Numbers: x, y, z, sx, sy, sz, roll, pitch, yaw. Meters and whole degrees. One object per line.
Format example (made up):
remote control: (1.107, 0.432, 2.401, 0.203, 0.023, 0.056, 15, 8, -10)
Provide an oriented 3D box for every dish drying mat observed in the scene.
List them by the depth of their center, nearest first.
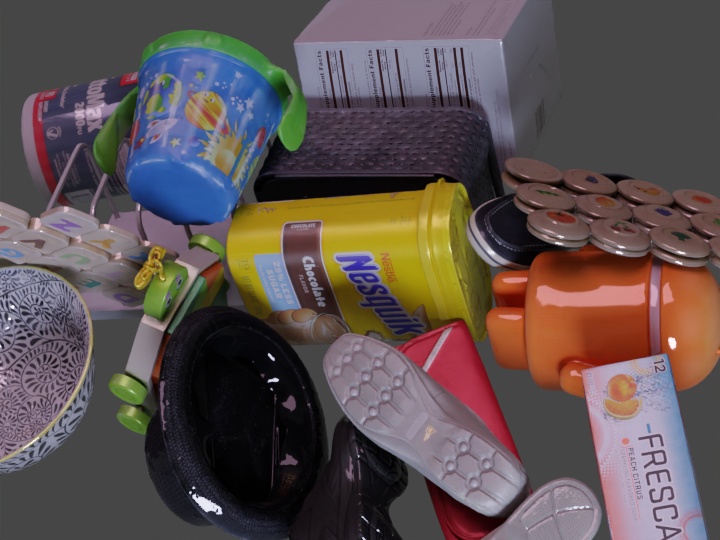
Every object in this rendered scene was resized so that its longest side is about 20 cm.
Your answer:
dish drying mat: (0.079, 0.131, 1.277, 0.077, 0.018, 0.200, -20, 52, 2)

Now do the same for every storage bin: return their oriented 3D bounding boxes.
storage bin: (0.020, -0.065, 1.448, 0.199, 0.135, 0.094, 2, 45, 21)

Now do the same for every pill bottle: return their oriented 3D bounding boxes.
pill bottle: (-0.230, -0.140, 1.629, 0.199, 0.120, 0.120, -11, 42, 7)

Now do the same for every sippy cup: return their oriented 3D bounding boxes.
sippy cup: (-0.141, -0.114, 1.383, 0.178, 0.139, 0.131, -39, 31, 50)

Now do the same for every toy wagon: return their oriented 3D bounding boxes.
toy wagon: (-0.157, 0.045, 1.341, 0.039, 0.200, 0.155, 23, 66, 9)

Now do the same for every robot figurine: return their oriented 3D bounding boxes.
robot figurine: (0.204, 0.042, 1.286, 0.199, 0.117, 0.144, -1, 10, 16)

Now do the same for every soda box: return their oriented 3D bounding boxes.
soda box: (0.208, 0.164, 1.149, 0.068, 0.064, 0.200, -11, 61, 8)

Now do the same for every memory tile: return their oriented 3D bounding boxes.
memory tile: (0.219, -0.045, 1.291, 0.199, 0.017, 0.153, 9, 24, -10)

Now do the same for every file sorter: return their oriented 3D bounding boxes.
file sorter: (-0.178, -0.048, 1.508, 0.199, 0.125, 0.139, -3, 43, 17)

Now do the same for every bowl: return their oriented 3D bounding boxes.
bowl: (-0.305, 0.104, 1.398, 0.200, 0.094, 0.201, -10, 56, 15)

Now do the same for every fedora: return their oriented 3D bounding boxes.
fedora: (-0.115, 0.132, 1.293, 0.091, 0.201, 0.201, -29, 32, 34)

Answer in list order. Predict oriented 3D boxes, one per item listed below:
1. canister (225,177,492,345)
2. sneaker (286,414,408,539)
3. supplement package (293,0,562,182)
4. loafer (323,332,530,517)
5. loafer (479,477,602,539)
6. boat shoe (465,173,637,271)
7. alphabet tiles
canister: (0.000, 0.000, 1.379, 0.199, 0.149, 0.087, -3, 45, 19)
sneaker: (-0.016, 0.184, 1.243, 0.091, 0.076, 0.200, -32, 25, 21)
supplement package: (0.070, -0.188, 1.529, 0.199, 0.147, 0.191, 2, 31, 21)
loafer: (0.050, 0.121, 1.238, 0.070, 0.070, 0.200, -48, 61, 0)
loafer: (0.093, 0.230, 1.173, 0.200, 0.063, 0.072, -36, 74, -8)
boat shoe: (0.169, -0.047, 1.368, 0.200, 0.062, 0.075, -10, 61, -39)
alphabet tiles: (-0.254, -0.012, 1.394, 0.195, 0.200, 0.015, -14, 60, 50)
